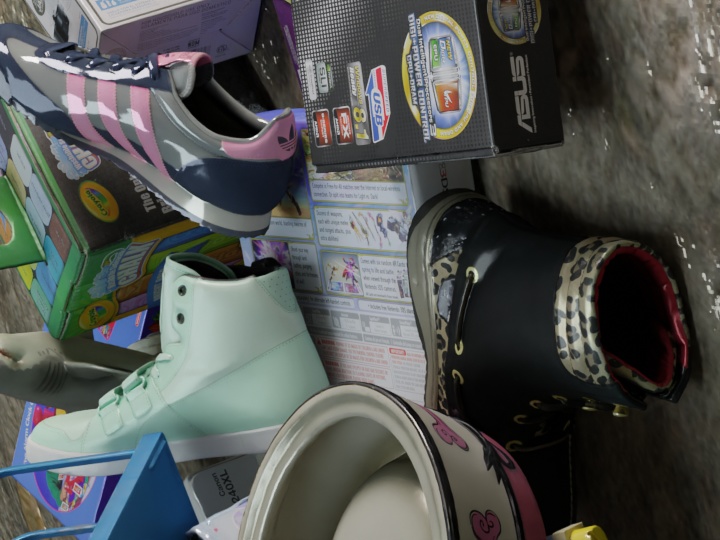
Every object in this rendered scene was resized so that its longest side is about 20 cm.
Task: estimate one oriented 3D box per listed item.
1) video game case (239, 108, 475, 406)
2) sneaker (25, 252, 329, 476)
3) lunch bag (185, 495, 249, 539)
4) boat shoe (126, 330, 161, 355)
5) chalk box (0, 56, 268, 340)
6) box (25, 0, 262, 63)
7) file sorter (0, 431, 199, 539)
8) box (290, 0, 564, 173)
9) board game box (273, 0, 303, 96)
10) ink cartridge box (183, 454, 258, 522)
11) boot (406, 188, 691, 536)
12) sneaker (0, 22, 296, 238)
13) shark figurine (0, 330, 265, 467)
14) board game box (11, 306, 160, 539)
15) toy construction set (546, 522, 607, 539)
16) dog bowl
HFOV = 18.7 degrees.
[{"bbox_3d":[0.000,0.000,1.228,0.200,0.045,0.182,6,109,58],"label":"video game case"},{"bbox_3d":[-0.113,0.051,1.263,0.200,0.074,0.119,-11,96,24],"label":"sneaker"},{"bbox_3d":[0.017,0.198,1.222,0.200,0.169,0.127,59,154,14],"label":"lunch bag"},{"bbox_3d":[-0.068,0.056,1.403,0.200,0.062,0.073,-7,98,42],"label":"boat shoe"},{"bbox_3d":[-0.158,-0.048,1.351,0.125,0.199,0.124,62,154,19],"label":"chalk box"},{"bbox_3d":[-0.158,-0.205,1.337,0.200,0.116,0.060,55,151,29],"label":"box"},{"bbox_3d":[-0.151,0.218,1.222,0.139,0.122,0.201,-68,-35,-57],"label":"file sorter"},{"bbox_3d":[0.022,-0.151,1.056,0.160,0.044,0.201,0,99,58],"label":"box"},{"bbox_3d":[-0.025,-0.192,1.189,0.120,0.032,0.201,0,109,67],"label":"board game box"},{"bbox_3d":[-0.079,0.225,1.525,0.146,0.083,0.200,63,153,16],"label":"ink cartridge box"},{"bbox_3d":[0.099,0.064,1.082,0.154,0.073,0.204,13,121,56],"label":"boot"},{"bbox_3d":[-0.123,-0.101,1.225,0.200,0.070,0.082,30,119,6],"label":"sneaker"},{"bbox_3d":[-0.142,0.093,1.382,0.128,0.214,0.090,-50,-25,-74],"label":"shark figurine"},{"bbox_3d":[-0.187,0.084,1.588,0.134,0.045,0.201,31,111,50],"label":"board game box"},{"bbox_3d":[0.122,0.232,1.065,0.092,0.131,0.201,-4,69,37],"label":"toy construction set"},{"bbox_3d":[0.016,0.157,1.073,0.200,0.074,0.201,-19,67,54],"label":"dog bowl"}]
